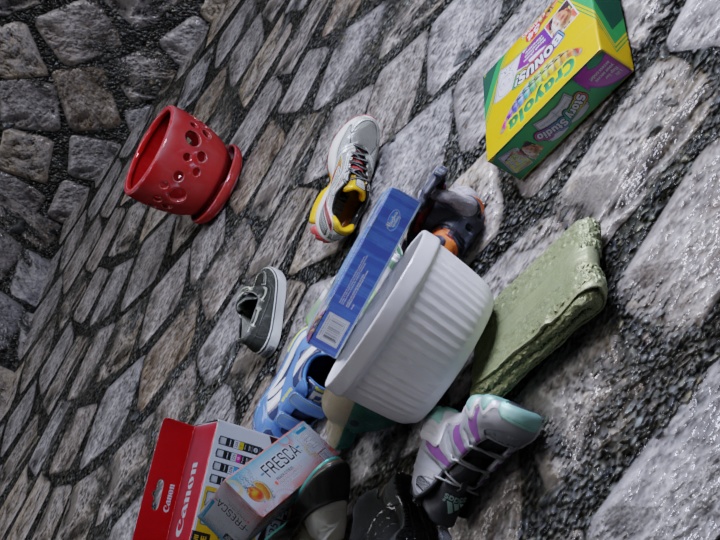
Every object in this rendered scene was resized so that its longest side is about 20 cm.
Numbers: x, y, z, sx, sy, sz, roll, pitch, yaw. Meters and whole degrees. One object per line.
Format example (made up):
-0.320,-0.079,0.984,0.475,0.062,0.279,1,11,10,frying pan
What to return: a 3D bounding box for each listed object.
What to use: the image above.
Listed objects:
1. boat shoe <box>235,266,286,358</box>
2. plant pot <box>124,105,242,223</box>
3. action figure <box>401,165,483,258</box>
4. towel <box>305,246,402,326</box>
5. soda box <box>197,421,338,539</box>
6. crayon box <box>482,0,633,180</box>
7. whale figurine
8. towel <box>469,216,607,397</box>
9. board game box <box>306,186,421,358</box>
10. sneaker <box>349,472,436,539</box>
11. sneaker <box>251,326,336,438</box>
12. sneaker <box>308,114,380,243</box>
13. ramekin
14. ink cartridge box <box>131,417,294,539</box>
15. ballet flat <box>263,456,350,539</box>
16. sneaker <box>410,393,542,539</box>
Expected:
-0.159,0.052,2.156,0.071,0.063,0.200,-50,24,26,boat shoe
-0.348,-0.200,2.736,0.201,0.182,0.201,-48,24,30,plant pot
0.097,-0.020,1.669,0.200,0.104,0.194,105,-172,-60,action figure
-0.013,0.027,1.902,0.200,0.031,0.149,-54,21,18,towel
-0.105,0.250,1.611,0.069,0.064,0.200,-53,-11,26,soda box
0.229,-0.233,1.632,0.200,0.058,0.173,-46,26,35,crayon box
0.011,0.149,1.638,0.200,0.103,0.160,107,-177,-57,whale figurine
0.181,0.044,1.414,0.200,0.036,0.149,-48,17,31,towel
0.000,0.000,1.620,0.201,0.043,0.199,-61,2,0,board game box
0.030,0.290,1.443,0.104,0.060,0.200,-54,20,26,sneaker
-0.080,0.173,1.815,0.082,0.074,0.201,25,93,56,sneaker
-0.008,-0.136,2.048,0.082,0.078,0.201,0,72,62,sneaker
0.058,0.068,1.466,0.201,0.105,0.200,-58,3,4,ramekin
-0.178,0.296,1.708,0.084,0.175,0.201,-20,54,59,ink cartridge box
-0.053,0.301,1.610,0.069,0.068,0.200,58,135,29,ballet flat
0.107,0.203,1.361,0.200,0.077,0.141,-34,35,67,sneaker
